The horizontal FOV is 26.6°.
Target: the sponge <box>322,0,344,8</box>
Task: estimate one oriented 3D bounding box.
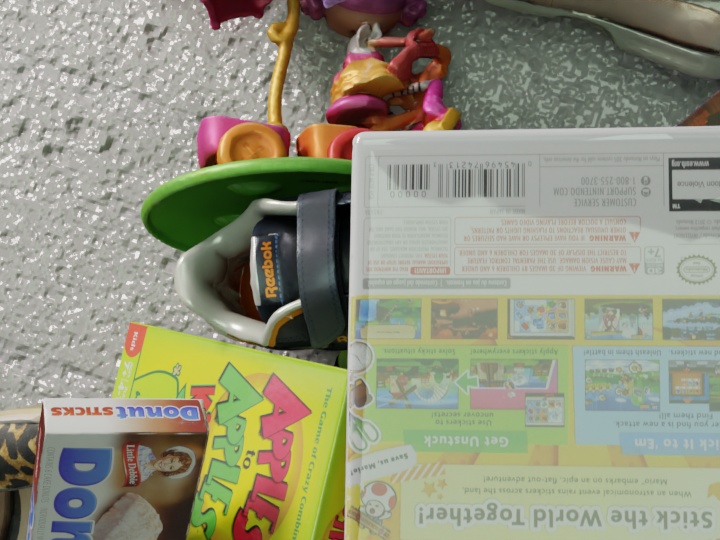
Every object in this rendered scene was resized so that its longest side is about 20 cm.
[{"bbox_3d":[-0.014,-0.234,0.767,0.111,0.030,0.201,-26,73,-11],"label":"sponge"}]

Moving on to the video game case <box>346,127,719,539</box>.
[{"bbox_3d":[0.094,0.032,0.635,0.198,0.023,0.183,0,79,7],"label":"video game case"}]

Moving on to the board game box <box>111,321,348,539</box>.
[{"bbox_3d":[-0.058,0.089,0.750,0.199,0.047,0.102,8,83,53],"label":"board game box"}]

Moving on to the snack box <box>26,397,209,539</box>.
[{"bbox_3d":[-0.121,0.135,0.716,0.071,0.201,0.024,2,42,-16],"label":"snack box"}]

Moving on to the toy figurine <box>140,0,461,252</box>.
[{"bbox_3d":[-0.014,-0.111,0.797,0.198,0.150,0.185,2,73,-11],"label":"toy figurine"}]

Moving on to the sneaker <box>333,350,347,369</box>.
[{"bbox_3d":[0.003,0.103,0.779,0.071,0.083,0.201,16,86,11],"label":"sneaker"}]

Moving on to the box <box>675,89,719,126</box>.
[{"bbox_3d":[0.214,0.012,0.773,0.137,0.039,0.200,-40,78,5],"label":"box"}]

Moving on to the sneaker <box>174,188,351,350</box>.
[{"bbox_3d":[0.000,0.000,0.711,0.199,0.079,0.079,-15,72,35],"label":"sneaker"}]

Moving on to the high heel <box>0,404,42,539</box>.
[{"bbox_3d":[-0.154,0.142,0.758,0.071,0.200,0.144,-4,78,-22],"label":"high heel"}]

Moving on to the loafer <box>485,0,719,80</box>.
[{"bbox_3d":[0.113,-0.163,0.789,0.199,0.072,0.063,22,123,6],"label":"loafer"}]
